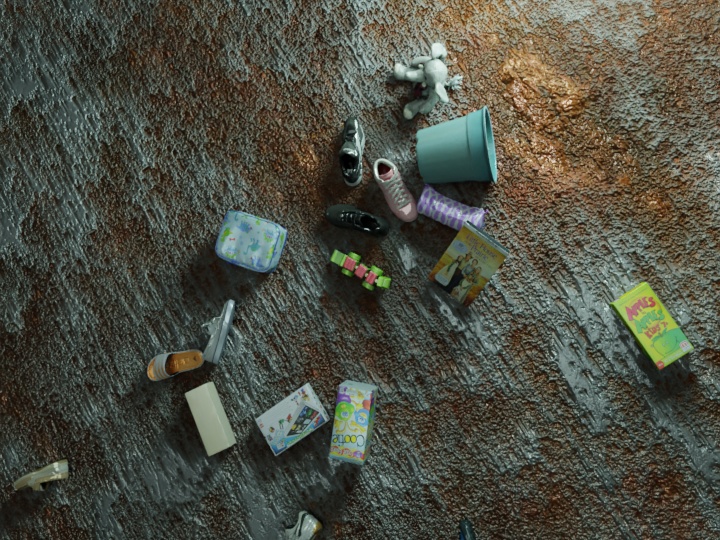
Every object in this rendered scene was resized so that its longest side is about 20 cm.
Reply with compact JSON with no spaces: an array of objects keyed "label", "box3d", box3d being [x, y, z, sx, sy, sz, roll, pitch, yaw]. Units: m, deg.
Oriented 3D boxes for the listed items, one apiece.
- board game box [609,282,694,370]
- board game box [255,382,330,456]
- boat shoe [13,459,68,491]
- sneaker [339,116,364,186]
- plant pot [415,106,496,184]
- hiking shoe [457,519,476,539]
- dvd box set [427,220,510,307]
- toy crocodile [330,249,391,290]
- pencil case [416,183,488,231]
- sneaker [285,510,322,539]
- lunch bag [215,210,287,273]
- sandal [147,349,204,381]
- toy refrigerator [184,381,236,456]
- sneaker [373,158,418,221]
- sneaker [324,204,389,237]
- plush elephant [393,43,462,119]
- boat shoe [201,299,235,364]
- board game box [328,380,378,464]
[{"label":"board game box","box3d":[0.758,0.144,1.462,0.101,0.048,0.202,-34,81,10]},{"label":"board game box","box3d":[-0.204,0.446,1.674,0.199,0.035,0.127,-35,80,9]},{"label":"boat shoe","box3d":[-1.047,0.688,1.836,0.198,0.074,0.070,-26,77,10]},{"label":"sneaker","box3d":[-0.027,-0.354,1.635,0.065,0.090,0.204,1,88,12]},{"label":"plant pot","box3d":[0.260,-0.326,1.527,0.193,0.200,0.204,-6,87,20]},{"label":"hiking shoe","box3d":[0.281,0.789,1.532,0.085,0.074,0.204,-8,86,11]},{"label":"dvd box set","box3d":[0.295,-0.015,1.539,0.146,0.029,0.201,37,119,7]},{"label":"toy crocodile","box3d":[0.000,0.000,1.631,0.198,0.062,0.068,32,95,12]},{"label":"pencil case","box3d":[0.255,-0.166,1.567,0.197,0.084,0.087,25,104,13]},{"label":"sneaker","box3d":[-0.194,0.800,1.650,0.087,0.075,0.201,36,93,27]},{"label":"lunch bag","box3d":[-0.333,-0.085,1.699,0.197,0.082,0.163,18,91,13]},{"label":"sandal","box3d":[-0.591,0.291,1.755,0.203,0.059,0.081,-18,84,12]},{"label":"toy refrigerator","box3d":[-0.458,0.452,1.716,0.075,0.070,0.203,-25,83,4]},{"label":"sneaker","box3d":[0.095,-0.231,1.597,0.075,0.105,0.202,-30,83,8]},{"label":"sneaker","box3d":[-0.015,-0.152,1.626,0.197,0.091,0.077,13,93,14]},{"label":"plush elephant","box3d":[0.185,-0.534,1.559,0.196,0.155,0.168,-7,86,13]},{"label":"boat shoe","box3d":[-0.448,0.180,1.717,0.085,0.075,0.205,17,98,-4]},{"label":"board game box","box3d":[-0.017,0.430,1.597,0.101,0.105,0.204,8,90,12]}]
